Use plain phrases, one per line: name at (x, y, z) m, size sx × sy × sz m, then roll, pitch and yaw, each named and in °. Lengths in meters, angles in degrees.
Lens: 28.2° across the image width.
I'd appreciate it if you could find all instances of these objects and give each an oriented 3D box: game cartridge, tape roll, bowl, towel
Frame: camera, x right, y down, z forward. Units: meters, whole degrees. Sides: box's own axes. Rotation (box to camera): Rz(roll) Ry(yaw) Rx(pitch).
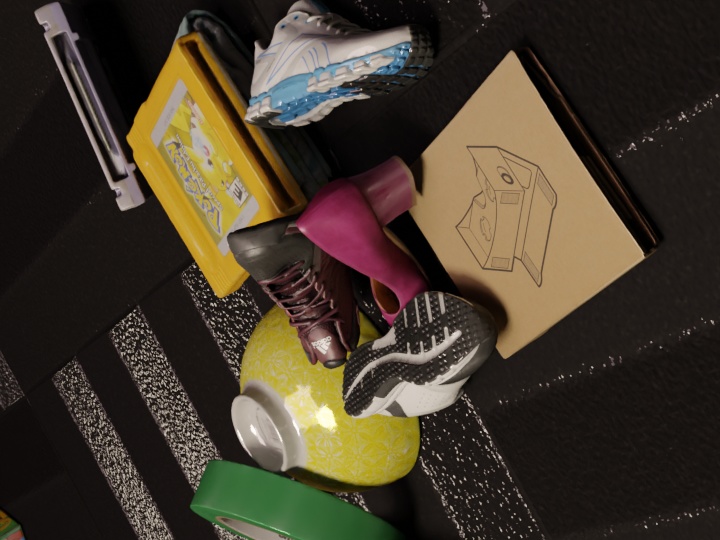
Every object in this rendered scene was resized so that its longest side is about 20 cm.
game cartridge at (-0.131, -0.085, 1.237) m, size 0.176 × 0.032 × 0.200 m, roll 58°, pitch 149°, yaw 7°
tape roll at (-0.058, 0.236, 1.335) m, size 0.200 × 0.048 × 0.200 m, roll 19°, pitch 164°, yaw 6°
bowl at (-0.051, 0.126, 1.295) m, size 0.200 × 0.108 × 0.200 m, roll 35°, pitch 139°, yaw 36°
towel at (-0.115, -0.107, 1.267) m, size 0.200 × 0.048 × 0.171 m, roll 55°, pitch 147°, yaw 11°
game cartridge at (-0.248, -0.159, 1.374) m, size 0.130 × 0.038 × 0.200 m, roll -82°, pitch -31°, yaw -80°

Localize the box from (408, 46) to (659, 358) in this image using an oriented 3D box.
box at (0.110, -0.042, 1.022) m, size 0.164 × 0.021 × 0.200 m, roll 58°, pitch 149°, yaw 9°

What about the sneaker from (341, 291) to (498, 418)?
sneaker at (0.059, 0.069, 1.134) m, size 0.200 × 0.080 × 0.074 m, roll 146°, pitch 128°, yaw -58°

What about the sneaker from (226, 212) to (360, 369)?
sneaker at (-0.038, 0.020, 1.135) m, size 0.076 × 0.200 × 0.116 m, roll -16°, pitch 82°, yaw 16°

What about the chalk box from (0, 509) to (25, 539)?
chalk box at (-0.615, 0.470, 2.334) m, size 0.200 × 0.124 × 0.124 m, roll 20°, pitch 129°, yaw 46°

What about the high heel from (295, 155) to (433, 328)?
high heel at (0.000, 0.000, 1.117) m, size 0.067 × 0.096 × 0.200 m, roll 45°, pitch 157°, yaw 40°

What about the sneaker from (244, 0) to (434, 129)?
sneaker at (-0.025, -0.168, 1.080) m, size 0.200 × 0.075 × 0.087 m, roll -11°, pitch 82°, yaw 48°
